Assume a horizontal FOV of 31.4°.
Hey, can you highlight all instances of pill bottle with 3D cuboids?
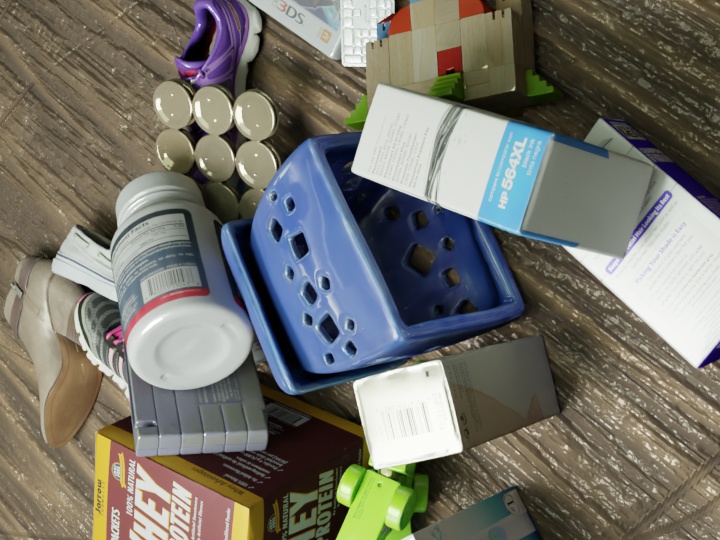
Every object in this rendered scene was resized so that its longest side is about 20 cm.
[{"bbox_3d":[-0.179,0.004,1.241,0.120,0.119,0.201,-46,43,27],"label":"pill bottle"}]

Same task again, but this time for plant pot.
[{"bbox_3d":[0.000,0.000,1.181,0.179,0.199,0.201,-33,75,37],"label":"plant pot"}]

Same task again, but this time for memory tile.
[{"bbox_3d":[-0.143,-0.092,1.310,0.152,0.017,0.202,9,114,27],"label":"memory tile"}]

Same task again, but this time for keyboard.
[{"bbox_3d":[0.006,-0.298,1.232,0.056,0.011,0.202,3,105,14],"label":"keyboard"}]

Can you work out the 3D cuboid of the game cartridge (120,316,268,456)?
[{"bbox_3d":[-0.165,0.106,1.258,0.201,0.129,0.039,-111,29,-53],"label":"game cartridge"}]

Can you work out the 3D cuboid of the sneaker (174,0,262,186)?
[{"bbox_3d":[-0.165,-0.189,1.334,0.080,0.083,0.202,15,101,38],"label":"sneaker"}]

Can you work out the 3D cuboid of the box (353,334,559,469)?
[{"bbox_3d":[0.089,0.112,1.122,0.094,0.199,0.078,-17,84,33],"label":"box"}]

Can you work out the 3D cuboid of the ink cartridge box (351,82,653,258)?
[{"bbox_3d":[0.114,-0.084,1.055,0.199,0.145,0.085,25,102,44],"label":"ink cartridge box"}]

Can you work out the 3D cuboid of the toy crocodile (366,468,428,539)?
[{"bbox_3d":[0.032,0.251,1.257,0.067,0.062,0.202,0,92,-3],"label":"toy crocodile"}]

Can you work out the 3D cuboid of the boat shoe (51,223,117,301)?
[{"bbox_3d":[-0.257,-0.003,1.392,0.199,0.073,0.067,18,91,28],"label":"boat shoe"}]

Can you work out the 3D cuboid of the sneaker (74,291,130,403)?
[{"bbox_3d":[-0.237,0.094,1.398,0.200,0.073,0.088,53,139,13],"label":"sneaker"}]

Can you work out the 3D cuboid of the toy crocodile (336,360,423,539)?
[{"bbox_3d":[0.030,0.179,1.199,0.067,0.062,0.201,15,77,21],"label":"toy crocodile"}]

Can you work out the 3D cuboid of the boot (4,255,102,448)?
[{"bbox_3d":[-0.370,0.087,1.507,0.146,0.070,0.201,32,109,34],"label":"boot"}]

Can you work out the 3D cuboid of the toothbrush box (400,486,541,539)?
[{"bbox_3d":[0.096,0.291,1.131,0.085,0.199,0.147,-34,75,30],"label":"toothbrush box"}]

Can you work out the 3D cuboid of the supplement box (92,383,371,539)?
[{"bbox_3d":[-0.125,0.217,1.258,0.196,0.199,0.134,19,114,31],"label":"supplement box"}]

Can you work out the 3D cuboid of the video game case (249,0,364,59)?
[{"bbox_3d":[-0.045,-0.344,1.283,0.182,0.023,0.201,38,112,25],"label":"video game case"}]

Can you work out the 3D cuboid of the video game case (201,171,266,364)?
[{"bbox_3d":[-0.137,0.003,1.369,0.182,0.022,0.201,-25,80,32],"label":"video game case"}]

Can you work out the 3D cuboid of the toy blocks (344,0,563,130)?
[{"bbox_3d":[0.080,-0.211,1.176,0.199,0.100,0.138,-8,78,29],"label":"toy blocks"}]

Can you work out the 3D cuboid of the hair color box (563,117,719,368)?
[{"bbox_3d":[0.254,-0.026,1.087,0.200,0.065,0.110,45,116,21],"label":"hair color box"}]
